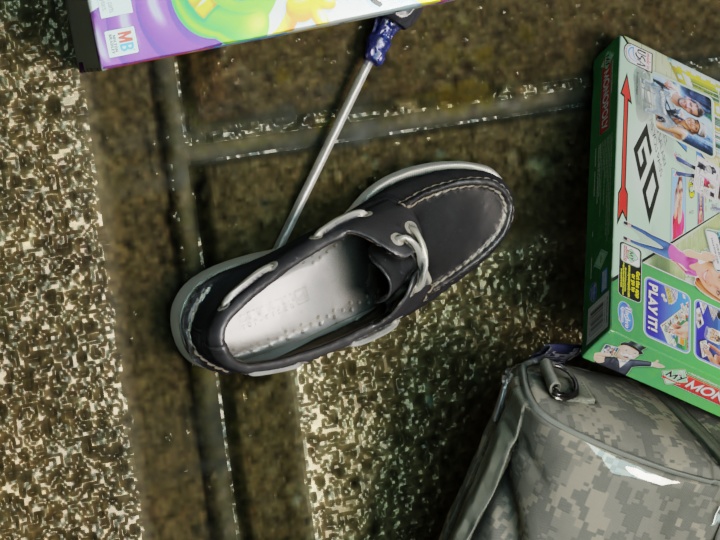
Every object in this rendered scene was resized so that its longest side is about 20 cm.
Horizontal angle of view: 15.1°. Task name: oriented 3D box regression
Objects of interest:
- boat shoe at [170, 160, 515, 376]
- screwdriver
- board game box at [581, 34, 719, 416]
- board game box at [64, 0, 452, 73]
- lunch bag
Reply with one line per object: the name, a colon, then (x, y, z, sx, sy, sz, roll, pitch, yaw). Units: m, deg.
boat shoe: (0.000, 0.000, 1.394, 0.199, 0.060, 0.074, -20, 106, -21)
screwdriver: (0.001, -0.092, 1.413, 0.029, 0.028, 0.201, 21, 87, 8)
board game box: (0.180, -0.017, 1.424, 0.134, 0.029, 0.201, 23, 49, -20)
board game box: (-0.046, -0.167, 1.333, 0.198, 0.103, 0.106, -13, 97, -11)
lunch bag: (0.118, 0.151, 1.387, 0.167, 0.139, 0.201, 15, 110, -26)
